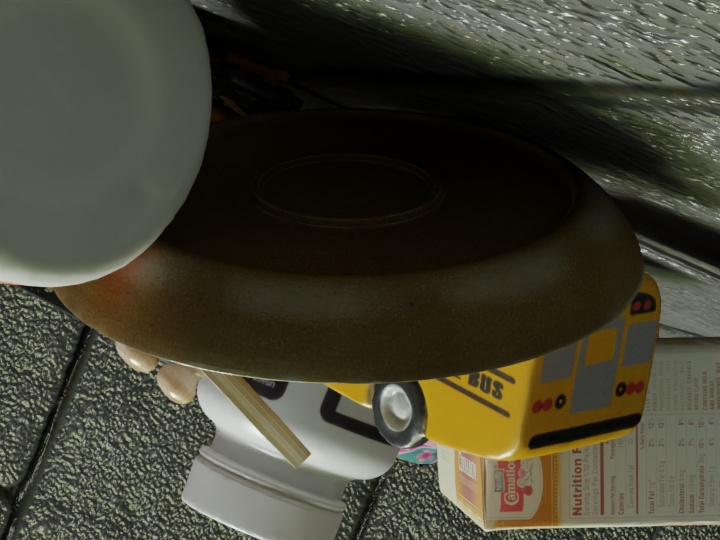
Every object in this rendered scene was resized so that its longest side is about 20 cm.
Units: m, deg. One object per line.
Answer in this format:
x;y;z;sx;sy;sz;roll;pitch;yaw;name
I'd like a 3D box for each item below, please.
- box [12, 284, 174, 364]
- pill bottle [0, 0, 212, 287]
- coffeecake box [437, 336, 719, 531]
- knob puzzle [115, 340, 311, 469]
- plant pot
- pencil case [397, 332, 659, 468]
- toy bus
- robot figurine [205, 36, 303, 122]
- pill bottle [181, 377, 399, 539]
-0.114;-0.033;1.092;0.040;0.137;0.200;26;177;-31;box
-0.150;-0.056;0.664;0.114;0.115;0.199;23;167;-40;pill bottle
0.139;0.064;0.864;0.199;0.074;0.154;0;180;-4;coffeecake box
-0.096;0.014;0.839;0.220;0.030;0.220;47;175;5;knob puzzle
-0.005;-0.017;0.684;0.199;0.028;0.200;0;-156;0;plant pot
0.072;0.050;1.102;0.087;0.088;0.200;22;153;-25;pencil case
0.015;0.010;0.761;0.065;0.079;0.200;-9;-156;-39;toy bus
-0.114;-0.083;0.818;0.199;0.058;0.145;23;179;-6;robot figurine
-0.018;0.039;1.060;0.111;0.201;0.111;22;178;1;pill bottle
